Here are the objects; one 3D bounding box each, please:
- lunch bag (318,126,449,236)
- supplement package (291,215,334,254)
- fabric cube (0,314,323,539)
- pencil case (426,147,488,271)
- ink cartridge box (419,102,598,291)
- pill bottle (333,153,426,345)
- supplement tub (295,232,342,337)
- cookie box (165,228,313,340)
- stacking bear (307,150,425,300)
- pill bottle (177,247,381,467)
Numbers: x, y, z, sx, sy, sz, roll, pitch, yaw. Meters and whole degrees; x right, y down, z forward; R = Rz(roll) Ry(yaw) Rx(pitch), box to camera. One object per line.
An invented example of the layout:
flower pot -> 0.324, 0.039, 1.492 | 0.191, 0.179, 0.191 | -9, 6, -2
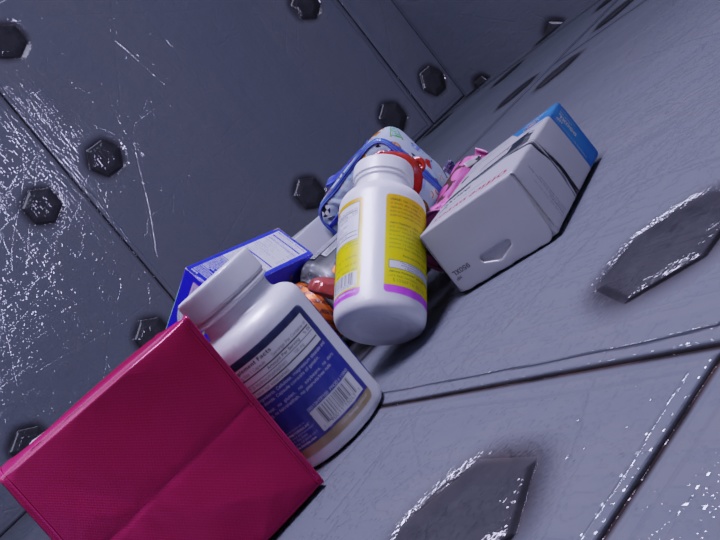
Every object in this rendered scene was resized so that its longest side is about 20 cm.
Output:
lunch bag -> 0.030, -0.109, 1.351 | 0.200, 0.159, 0.076 | -47, 8, 35
supplement package -> -0.106, 0.042, 1.434 | 0.199, 0.151, 0.152 | -32, 10, 47
fabric cube -> -0.188, 0.188, 0.822 | 0.199, 0.201, 0.196 | -43, 7, -20
pencil case -> 0.129, -0.081, 1.148 | 0.201, 0.089, 0.095 | -58, -13, -57
ink cartridge box -> 0.171, -0.085, 1.004 | 0.144, 0.085, 0.200 | -36, 10, 39
pill bottle -> 0.024, -0.027, 1.001 | 0.104, 0.103, 0.204 | -32, 46, 47
supplement tub -> 0.000, 0.000, 1.247 | 0.200, 0.123, 0.122 | -44, 8, -18
cookie box -> -0.172, 0.051, 1.229 | 0.199, 0.075, 0.173 | -28, -31, -53
stacking bear -> 0.026, -0.053, 1.126 | 0.113, 0.119, 0.204 | 25, -102, -62
pill bottle -> -0.082, 0.083, 0.876 | 0.119, 0.201, 0.120 | -39, 7, 6
